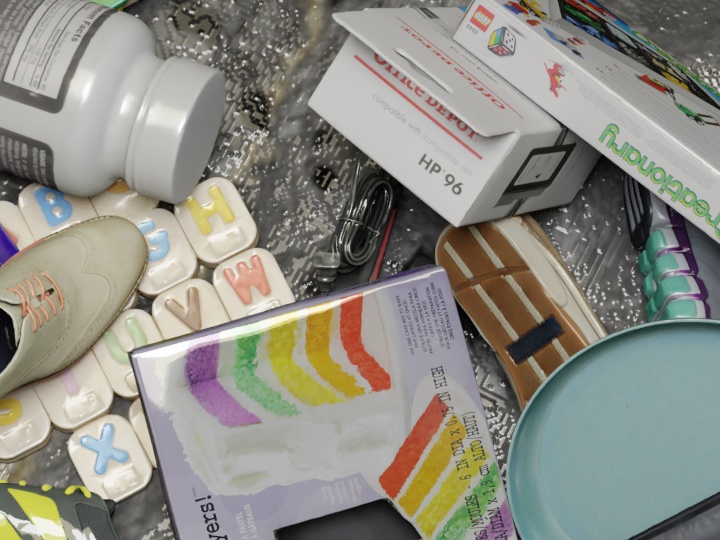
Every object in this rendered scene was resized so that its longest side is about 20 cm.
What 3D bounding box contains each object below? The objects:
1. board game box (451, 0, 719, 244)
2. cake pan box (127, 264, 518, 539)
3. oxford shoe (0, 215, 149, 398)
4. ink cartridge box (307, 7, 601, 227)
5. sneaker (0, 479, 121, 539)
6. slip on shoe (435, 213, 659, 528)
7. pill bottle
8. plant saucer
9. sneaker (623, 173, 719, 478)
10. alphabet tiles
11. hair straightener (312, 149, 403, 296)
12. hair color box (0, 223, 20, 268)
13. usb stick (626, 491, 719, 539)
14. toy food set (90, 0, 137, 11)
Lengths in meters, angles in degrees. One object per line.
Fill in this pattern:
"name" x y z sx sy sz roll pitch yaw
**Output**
"board game box" 0.159 -0.090 1.440 0.200 0.126 0.035 39 114 18
"cake pan box" -0.017 0.114 1.423 0.184 0.052 0.200 -14 93 -5
"oxford shoe" -0.187 0.030 1.439 0.200 0.074 0.071 -41 94 -30
"ink cartridge box" 0.052 -0.088 1.432 0.116 0.200 0.068 39 111 18
"sneaker" -0.185 0.148 1.451 0.200 0.074 0.085 38 73 1
"slip on shoe" 0.114 0.050 1.472 0.076 0.061 0.200 -34 89 28
"pill bottle" -0.185 -0.107 1.489 0.200 0.111 0.111 19 76 10
"plant saucer" 0.180 0.109 1.419 0.200 0.027 0.200 2 117 4
"sneaker" 0.209 0.020 1.475 0.087 0.074 0.200 -5 75 -7
"alphabet tiles" -0.144 0.028 1.506 0.200 0.015 0.196 -27 76 -6
"hair straightener" 0.000 0.000 1.478 0.041 0.077 0.200 18 76 15
"hair color box" -0.302 0.028 1.477 0.109 0.065 0.200 35 76 20
"usb stick" 0.176 0.160 1.411 0.200 0.033 0.055 -30 115 19
"toy food set" -0.183 -0.244 1.564 0.198 0.049 0.200 18 75 6
